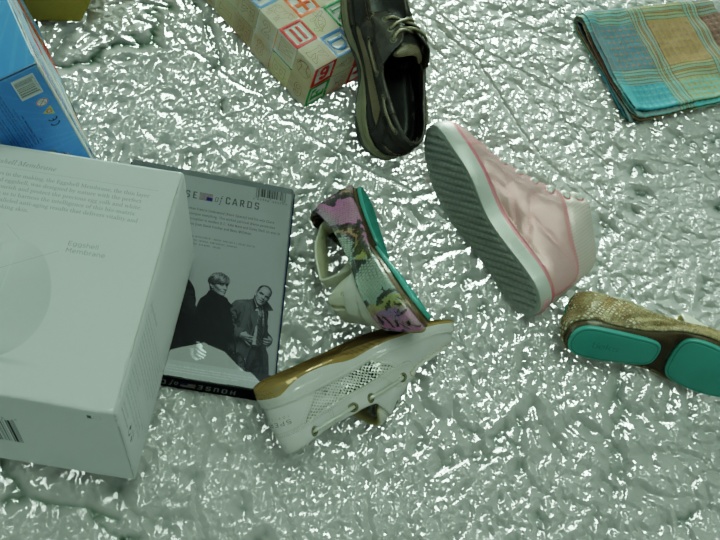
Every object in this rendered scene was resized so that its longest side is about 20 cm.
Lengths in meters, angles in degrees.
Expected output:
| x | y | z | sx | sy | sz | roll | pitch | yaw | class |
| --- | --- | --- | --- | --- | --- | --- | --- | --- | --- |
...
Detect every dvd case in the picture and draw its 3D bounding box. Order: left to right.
| x | y | z | sx | sy | sz | roll | pitch | yaw | class |
| --- | --- | --- | --- | --- | --- | --- | --- | --- | --- |
| -0.137 | 0.005 | 0.933 | 0.148 | 0.025 | 0.202 | 10 | 57 | -11 | dvd case |

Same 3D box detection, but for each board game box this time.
| x | y | z | sx | sy | sz | roll | pitch | yaw | class |
| --- | --- | --- | --- | --- | --- | --- | --- | --- | --- |
| -0.286 | -0.175 | 0.887 | 0.055 | 0.200 | 0.197 | -26 | 68 | -7 | board game box |

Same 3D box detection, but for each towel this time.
| x | y | z | sx | sy | sz | roll | pitch | yaw | class |
| --- | --- | --- | --- | --- | --- | --- | --- | --- | --- |
| 0.347 | -0.241 | 1.231 | 0.198 | 0.022 | 0.148 | -13 | 65 | -24 | towel |

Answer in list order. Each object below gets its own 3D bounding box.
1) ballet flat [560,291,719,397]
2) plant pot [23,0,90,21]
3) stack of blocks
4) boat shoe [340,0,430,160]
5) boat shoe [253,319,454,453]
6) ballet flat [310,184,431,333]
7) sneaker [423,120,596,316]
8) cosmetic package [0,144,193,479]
| x | y | z | sx | sy | sz | roll | pitch | yaw | class |
| --- | --- | --- | --- | --- | --- | --- | --- | --- | --- |
| 0.276 | 0.060 | 1.006 | 0.197 | 0.071 | 0.066 | 18 | 42 | -10 | ballet flat |
| -0.305 | -0.346 | 1.000 | 0.174 | 0.200 | 0.202 | 20 | 55 | -18 | plant pot |
| -0.072 | -0.271 | 1.097 | 0.115 | 0.059 | 0.200 | -34 | 75 | -31 | stack of blocks |
| 0.034 | -0.206 | 1.029 | 0.074 | 0.073 | 0.203 | -14 | 101 | -36 | boat shoe |
| 0.003 | 0.093 | 0.905 | 0.198 | 0.070 | 0.070 | -20 | 94 | -35 | boat shoe |
| 0.000 | 0.000 | 0.932 | 0.071 | 0.069 | 0.201 | -31 | 39 | 4 | ballet flat |
| 0.145 | -0.064 | 1.030 | 0.104 | 0.075 | 0.202 | -28 | 79 | -24 | sneaker |
| -0.243 | 0.025 | 0.812 | 0.196 | 0.123 | 0.202 | 9 | 59 | 2 | cosmetic package |
